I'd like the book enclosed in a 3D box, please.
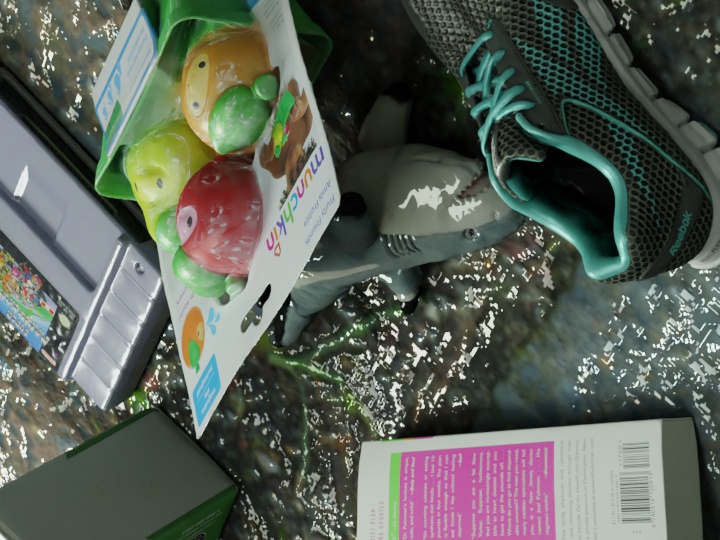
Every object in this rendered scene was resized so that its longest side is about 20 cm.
[{"bbox_3d":[0.080,0.145,1.014,0.200,0.048,0.134,-8,82,45],"label":"book"}]

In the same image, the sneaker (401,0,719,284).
[{"bbox_3d":[0.081,-0.072,0.900,0.200,0.091,0.078,45,132,18],"label":"sneaker"}]

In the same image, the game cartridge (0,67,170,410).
[{"bbox_3d":[-0.193,-0.023,1.219,0.200,0.038,0.130,45,129,18],"label":"game cartridge"}]

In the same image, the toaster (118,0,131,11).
[{"bbox_3d":[-0.156,-0.244,1.019,0.181,0.119,0.200,-31,88,47],"label":"toaster"}]

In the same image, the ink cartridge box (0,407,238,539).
[{"bbox_3d":[-0.172,0.199,1.223,0.083,0.147,0.200,40,133,20],"label":"ink cartridge box"}]

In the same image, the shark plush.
[{"bbox_3d":[0.000,0.000,1.030,0.083,0.091,0.200,32,129,-13],"label":"shark plush"}]

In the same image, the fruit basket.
[{"bbox_3d":[-0.073,-0.050,1.002,0.185,0.094,0.200,123,148,-42],"label":"fruit basket"}]
